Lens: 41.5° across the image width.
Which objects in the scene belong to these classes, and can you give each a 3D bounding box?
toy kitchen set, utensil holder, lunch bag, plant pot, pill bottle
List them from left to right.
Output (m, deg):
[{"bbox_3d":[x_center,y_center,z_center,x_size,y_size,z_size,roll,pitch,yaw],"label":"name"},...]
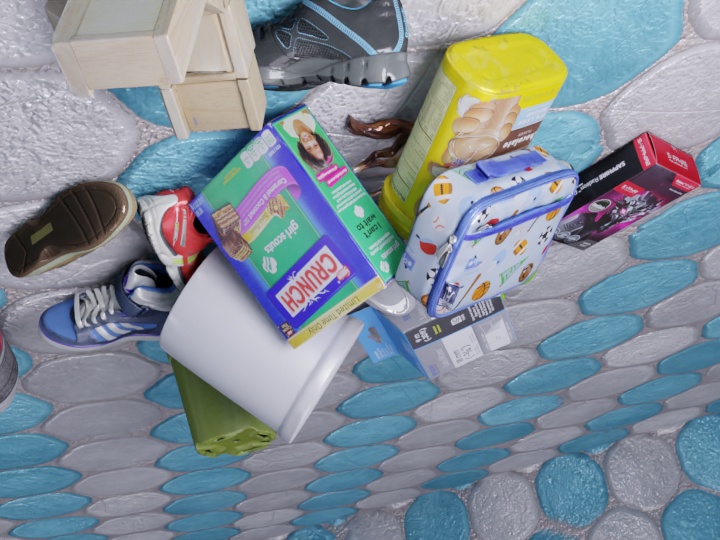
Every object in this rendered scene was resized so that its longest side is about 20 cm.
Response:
[{"bbox_3d":[-0.520,0.127,1.271,0.108,0.113,0.201,-7,155,-11],"label":"pill bottle"},{"bbox_3d":[-0.178,-0.147,0.723,0.160,0.183,0.202,-2,140,8],"label":"toy kitchen set"},{"bbox_3d":[-0.197,0.171,1.428,0.196,0.193,0.201,-11,157,-5],"label":"plant pot"},{"bbox_3d":[-0.121,0.083,1.159,0.198,0.171,0.170,33,150,3],"label":"utensil holder"},{"bbox_3d":[0.127,-0.043,0.952,0.198,0.076,0.162,-21,144,-41],"label":"lunch bag"}]

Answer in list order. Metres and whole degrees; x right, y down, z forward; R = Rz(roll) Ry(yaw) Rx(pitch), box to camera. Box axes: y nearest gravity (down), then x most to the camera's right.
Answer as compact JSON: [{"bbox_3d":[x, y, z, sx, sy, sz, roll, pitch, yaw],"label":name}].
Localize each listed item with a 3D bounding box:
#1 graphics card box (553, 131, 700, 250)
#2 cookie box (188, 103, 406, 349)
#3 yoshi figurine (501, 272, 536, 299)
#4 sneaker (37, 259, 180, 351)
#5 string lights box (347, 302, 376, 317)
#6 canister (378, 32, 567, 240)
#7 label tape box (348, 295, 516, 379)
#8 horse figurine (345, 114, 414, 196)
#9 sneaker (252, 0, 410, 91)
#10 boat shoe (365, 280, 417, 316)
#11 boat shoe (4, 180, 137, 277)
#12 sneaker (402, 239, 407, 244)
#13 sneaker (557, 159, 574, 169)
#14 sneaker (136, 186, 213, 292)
[{"bbox_3d":[0.337,-0.101,1.273,0.124,0.052,0.199,13,147,-44],"label":"graphics card box"},{"bbox_3d":[-0.065,-0.042,1.016,0.171,0.201,0.075,-35,-177,42],"label":"cookie box"},{"bbox_3d":[0.163,-0.008,1.324,0.196,0.114,0.113,-13,150,-5],"label":"yoshi figurine"},{"bbox_3d":[-0.317,0.033,1.224,0.196,0.082,0.147,-2,146,-15],"label":"sneaker"},{"bbox_3d":[-0.077,0.040,1.297,0.197,0.105,0.059,-19,177,16],"label":"string lights box"},{"bbox_3d":[0.113,-0.135,0.975,0.147,0.087,0.201,-19,148,-35],"label":"canister"},{"bbox_3d":[0.095,0.078,1.252,0.197,0.064,0.145,-25,144,5],"label":"label tape box"},{"bbox_3d":[0.049,-0.117,1.090,0.131,0.050,0.200,-26,149,4],"label":"horse figurine"},{"bbox_3d":[-0.051,-0.204,0.851,0.196,0.084,0.073,1,-173,13],"label":"sneaker"},{"bbox_3d":[0.000,0.000,1.124,0.073,0.067,0.200,-33,122,21],"label":"boat shoe"},{"bbox_3d":[-0.312,-0.048,1.067,0.197,0.073,0.076,-19,170,32],"label":"boat shoe"},{"bbox_3d":[0.068,-0.019,1.197,0.078,0.083,0.200,42,159,-8],"label":"sneaker"},{"bbox_3d":[0.172,-0.086,1.196,0.197,0.072,0.093,-22,160,27],"label":"sneaker"},{"bbox_3d":[-0.200,-0.035,1.131,0.084,0.078,0.201,-21,159,-4],"label":"sneaker"}]
